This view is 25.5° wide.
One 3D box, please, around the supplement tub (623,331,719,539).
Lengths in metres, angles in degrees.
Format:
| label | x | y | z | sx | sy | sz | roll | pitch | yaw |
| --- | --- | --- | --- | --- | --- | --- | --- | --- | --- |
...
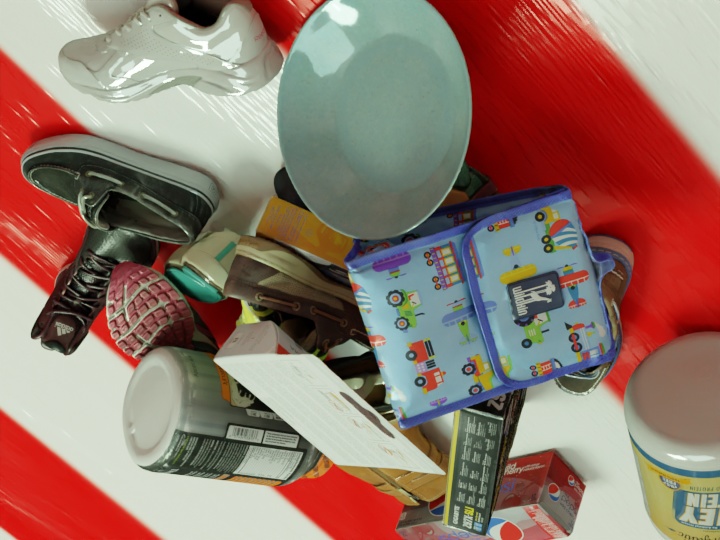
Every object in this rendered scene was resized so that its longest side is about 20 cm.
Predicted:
| label | x | y | z | sx | sy | sz | roll | pitch | yaw |
| --- | --- | --- | --- | --- | --- | --- | --- | --- | --- |
| supplement tub | 0.320 | 0.169 | 1.430 | 0.144 | 0.145 | 0.200 | 3 | 138 | 24 |

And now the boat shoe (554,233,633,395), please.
| label | x | y | z | sx | sy | sz | roll | pitch | yaw |
| --- | --- | --- | --- | --- | --- | --- | --- | --- | --- |
| boat shoe | 0.195 | 0.056 | 1.418 | 0.072 | 0.072 | 0.200 | 13 | 141 | 13 |

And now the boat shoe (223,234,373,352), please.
| label | x | y | z | sx | sy | sz | roll | pitch | yaw |
| --- | --- | --- | --- | --- | --- | --- | --- | --- | --- |
| boat shoe | -0.044 | 0.040 | 1.432 | 0.072 | 0.072 | 0.200 | 10 | 162 | 47 |

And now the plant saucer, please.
| label | x | y | z | sx | sy | sz | roll | pitch | yaw |
| --- | --- | --- | --- | --- | --- | --- | --- | --- | --- |
| plant saucer | 0.018 | -0.125 | 1.254 | 0.201 | 0.039 | 0.201 | 4 | 96 | 40 |

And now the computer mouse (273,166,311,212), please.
| label | x | y | z | sx | sy | sz | roll | pitch | yaw |
| --- | --- | --- | --- | --- | --- | --- | --- | --- | --- |
| computer mouse | 0.006 | -0.032 | 1.440 | 0.200 | 0.034 | 0.059 | 31 | 140 | -10 |

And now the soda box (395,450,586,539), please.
| label | x | y | z | sx | sy | sz | roll | pitch | yaw |
| --- | --- | --- | --- | --- | --- | --- | --- | --- | --- |
| soda box | 0.136 | 0.251 | 1.679 | 0.200 | 0.070 | 0.063 | -18 | 126 | 41 |

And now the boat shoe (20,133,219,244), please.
| label | x | y | z | sx | sy | sz | roll | pitch | yaw |
| --- | --- | --- | --- | --- | --- | --- | --- | --- | --- |
| boat shoe | -0.233 | -0.073 | 1.480 | 0.200 | 0.071 | 0.072 | 11 | 141 | 16 |

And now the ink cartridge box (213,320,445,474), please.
| label | x | y | z | sx | sy | sz | roll | pitch | yaw |
| --- | --- | --- | --- | --- | --- | --- | --- | --- | --- |
| ink cartridge box | -0.019 | 0.107 | 1.361 | 0.163 | 0.057 | 0.200 | 42 | 154 | -19 |

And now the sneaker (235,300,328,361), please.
| label | x | y | z | sx | sy | sz | roll | pitch | yaw |
| --- | --- | --- | --- | --- | --- | --- | --- | --- | --- |
| sneaker | -0.088 | 0.049 | 1.520 | 0.076 | 0.076 | 0.200 | 14 | 158 | 18 |

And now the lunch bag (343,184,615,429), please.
| label | x | y | z | sx | sy | sz | roll | pitch | yaw |
| --- | --- | --- | --- | --- | --- | --- | --- | --- | --- |
| lunch bag | 0.106 | 0.020 | 1.271 | 0.200 | 0.094 | 0.151 | -15 | 109 | 10 |

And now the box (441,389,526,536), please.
| label | x | y | z | sx | sy | sz | roll | pitch | yaw |
| --- | --- | --- | --- | --- | --- | --- | --- | --- | --- |
| box | 0.122 | 0.124 | 1.465 | 0.049 | 0.160 | 0.200 | 15 | 142 | 11 |

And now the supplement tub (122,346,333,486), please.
| label | x | y | z | sx | sy | sz | roll | pitch | yaw |
| --- | --- | --- | --- | --- | --- | --- | --- | --- | --- |
| supplement tub | -0.123 | 0.148 | 1.571 | 0.200 | 0.123 | 0.122 | 12 | 152 | -36 |

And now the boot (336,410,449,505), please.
| label | x | y | z | sx | sy | sz | roll | pitch | yaw |
| --- | --- | --- | --- | --- | --- | --- | --- | --- | --- |
| boot | 0.049 | 0.181 | 1.635 | 0.155 | 0.077 | 0.200 | 39 | 139 | -20 |

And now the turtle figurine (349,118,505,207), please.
| label | x | y | z | sx | sy | sz | roll | pitch | yaw |
| --- | --- | --- | --- | --- | --- | --- | --- | --- | --- |
| turtle figurine | 0.075 | -0.047 | 1.336 | 0.150 | 0.101 | 0.200 | -23 | 112 | 25 |

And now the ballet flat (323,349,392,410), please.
| label | x | y | z | sx | sy | sz | roll | pitch | yaw |
| --- | --- | --- | --- | --- | --- | --- | --- | --- | --- |
| ballet flat | 0.014 | 0.109 | 1.502 | 0.200 | 0.068 | 0.068 | -15 | 104 | -5 |

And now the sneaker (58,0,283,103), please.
| label | x | y | z | sx | sy | sz | roll | pitch | yaw |
| --- | --- | --- | --- | --- | --- | --- | --- | --- | --- |
| sneaker | -0.164 | -0.198 | 1.310 | 0.200 | 0.078 | 0.099 | -3 | 127 | 19 |

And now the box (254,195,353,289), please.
| label | x | y | z | sx | sy | sz | roll | pitch | yaw |
| --- | --- | --- | --- | --- | --- | --- | --- | --- | --- |
| box | 0.000 | 0.000 | 1.443 | 0.200 | 0.042 | 0.119 | 22 | 168 | -2 |

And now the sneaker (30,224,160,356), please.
| label | x | y | z | sx | sy | sz | roll | pitch | yaw |
| --- | --- | --- | --- | --- | --- | --- | --- | --- | --- |
| sneaker | -0.268 | 0.026 | 1.578 | 0.076 | 0.116 | 0.200 | 31 | 142 | -10 |

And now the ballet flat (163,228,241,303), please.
| label | x | y | z | sx | sy | sz | roll | pitch | yaw |
| --- | --- | --- | --- | --- | --- | --- | --- | --- | --- |
| ballet flat | -0.141 | -0.008 | 1.506 | 0.069 | 0.070 | 0.200 | 32 | 170 | -12 |

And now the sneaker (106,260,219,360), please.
| label | x | y | z | sx | sy | sz | roll | pitch | yaw |
| --- | --- | --- | --- | --- | --- | --- | --- | --- | --- |
| sneaker | -0.200 | 0.057 | 1.590 | 0.081 | 0.075 | 0.200 | -29 | 138 | 0 |
